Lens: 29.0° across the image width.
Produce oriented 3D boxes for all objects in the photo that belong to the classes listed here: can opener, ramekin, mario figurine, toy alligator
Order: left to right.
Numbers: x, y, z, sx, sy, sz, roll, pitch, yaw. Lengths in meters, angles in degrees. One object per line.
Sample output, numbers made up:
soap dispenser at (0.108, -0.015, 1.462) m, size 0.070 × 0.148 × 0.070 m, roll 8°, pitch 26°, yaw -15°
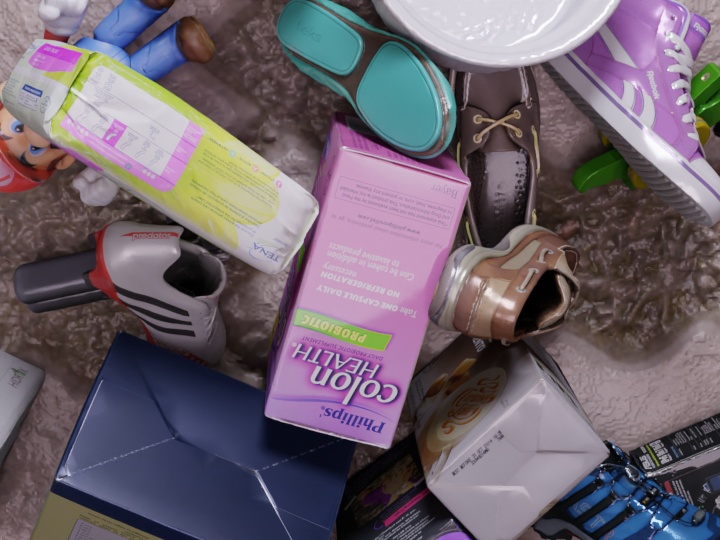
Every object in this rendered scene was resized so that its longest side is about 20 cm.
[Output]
mario figurine at (-0.204, -0.130, 1.033) m, size 0.200 × 0.106 × 0.124 m, roll -41°, pitch 68°, yaw 0°
can opener at (-0.175, -0.020, 1.102) m, size 0.198 × 0.053 × 0.067 m, roll -12°, pitch 72°, yaw 1°
ramekin at (0.092, -0.238, 1.002) m, size 0.198 × 0.098 × 0.202 m, roll 0°, pitch 89°, yaw -6°
toy alligator at (0.253, -0.119, 1.081) m, size 0.200 × 0.059 × 0.054 m, roll -39°, pitch 142°, yaw 11°

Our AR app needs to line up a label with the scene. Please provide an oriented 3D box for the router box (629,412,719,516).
router box at (0.330, 0.216, 1.162) m, size 0.149 × 0.062 × 0.201 m, roll -23°, pitch 104°, yaw 4°

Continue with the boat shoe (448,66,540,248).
boat shoe at (0.106, -0.095, 1.078) m, size 0.071 × 0.060 × 0.202 m, roll -2°, pitch 104°, yaw -2°

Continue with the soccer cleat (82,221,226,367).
soccer cleat at (-0.131, 0.021, 1.043) m, size 0.084 × 0.200 × 0.069 m, roll -7°, pitch 61°, yaw 17°

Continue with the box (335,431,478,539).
box at (0.056, 0.224, 1.083) m, size 0.106 × 0.200 × 0.123 m, roll -37°, pitch 102°, yaw 7°

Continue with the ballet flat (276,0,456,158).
ballet flat at (0.019, -0.141, 1.014) m, size 0.070 × 0.200 × 0.068 m, roll 11°, pitch 114°, yaw -48°

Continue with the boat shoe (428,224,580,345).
boat shoe at (0.120, 0.017, 1.006) m, size 0.071 × 0.200 × 0.076 m, roll 24°, pitch 112°, yaw 24°

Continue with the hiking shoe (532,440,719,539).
hiking shoe at (0.201, 0.181, 1.092) m, size 0.199 × 0.074 × 0.087 m, roll 10°, pitch 122°, yaw 36°

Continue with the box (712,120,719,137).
box at (0.401, -0.136, 1.086) m, size 0.199 × 0.044 × 0.161 m, roll 23°, pitch 102°, yaw -7°

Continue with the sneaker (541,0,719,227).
sneaker at (0.228, -0.132, 1.024) m, size 0.114 × 0.073 × 0.201 m, roll -37°, pitch 62°, yaw 3°

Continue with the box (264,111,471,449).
box at (0.000, 0.000, 1.039) m, size 0.096 × 0.176 × 0.202 m, roll 14°, pitch 104°, yaw -6°

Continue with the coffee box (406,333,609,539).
coffee box at (0.105, 0.112, 1.057) m, size 0.114 × 0.200 × 0.080 m, roll -42°, pitch 103°, yaw 9°

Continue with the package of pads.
package of pads at (-0.138, -0.080, 0.960) m, size 0.199 × 0.154 × 0.069 m, roll 33°, pitch 87°, yaw -28°

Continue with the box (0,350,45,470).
box at (-0.371, 0.151, 1.052) m, size 0.170 × 0.200 × 0.200 m, roll 28°, pitch 103°, yaw -6°

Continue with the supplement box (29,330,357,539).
supplement box at (-0.136, 0.185, 1.055) m, size 0.199 × 0.135 × 0.200 m, roll 24°, pitch 140°, yaw -7°
